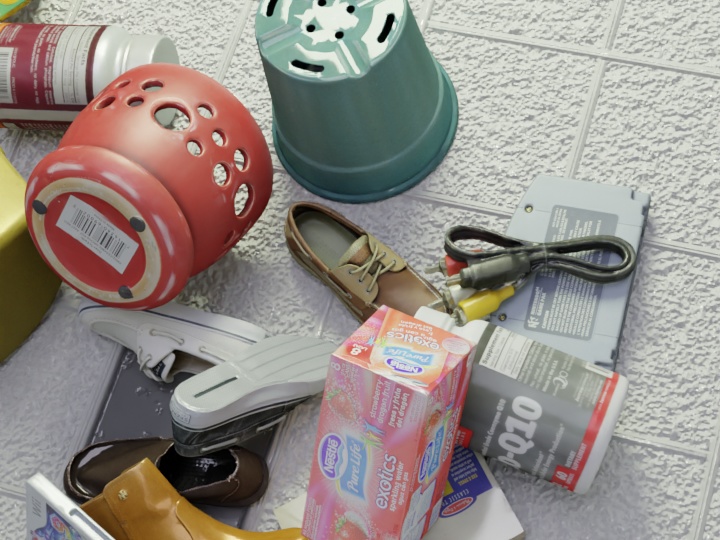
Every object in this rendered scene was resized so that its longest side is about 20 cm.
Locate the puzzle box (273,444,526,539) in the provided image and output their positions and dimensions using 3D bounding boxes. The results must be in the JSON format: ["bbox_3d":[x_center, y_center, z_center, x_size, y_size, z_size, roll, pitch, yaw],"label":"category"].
[{"bbox_3d":[0.036,0.234,1.421,0.200,0.025,0.133,-27,63,-2],"label":"puzzle box"}]

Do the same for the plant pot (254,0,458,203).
[{"bbox_3d":[-0.013,-0.201,1.536,0.200,0.196,0.200,-4,64,9],"label":"plant pot"}]

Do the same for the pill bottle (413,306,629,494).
[{"bbox_3d":[0.130,0.113,1.392,0.200,0.114,0.114,21,71,9],"label":"pill bottle"}]

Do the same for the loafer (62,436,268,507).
[{"bbox_3d":[-0.190,0.184,1.461,0.200,0.071,0.073,-5,64,9],"label":"loafer"}]

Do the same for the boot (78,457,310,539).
[{"bbox_3d":[-0.156,0.231,1.396,0.201,0.071,0.144,-26,94,13],"label":"boot"}]

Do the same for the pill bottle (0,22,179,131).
[{"bbox_3d":[-0.300,-0.204,1.638,0.200,0.114,0.114,4,66,12],"label":"pill bottle"}]

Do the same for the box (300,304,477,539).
[{"bbox_3d":[0.022,0.147,1.329,0.095,0.200,0.103,22,34,19],"label":"box"}]

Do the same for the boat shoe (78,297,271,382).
[{"bbox_3d":[-0.190,0.074,1.517,0.200,0.071,0.070,13,66,9],"label":"boat shoe"}]

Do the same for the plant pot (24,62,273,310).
[{"bbox_3d":[-0.210,-0.072,1.482,0.200,0.201,0.183,17,41,18],"label":"plant pot"}]

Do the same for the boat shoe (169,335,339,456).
[{"bbox_3d":[-0.100,0.118,1.457,0.200,0.071,0.072,-16,45,-37],"label":"boat shoe"}]

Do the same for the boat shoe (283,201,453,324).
[{"bbox_3d":[0.000,0.000,1.507,0.200,0.074,0.076,34,76,21],"label":"boat shoe"}]

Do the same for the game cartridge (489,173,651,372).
[{"bbox_3d":[0.197,0.006,1.490,0.133,0.042,0.200,9,68,19],"label":"game cartridge"}]

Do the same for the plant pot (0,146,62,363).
[{"bbox_3d":[-0.408,-0.018,1.539,0.200,0.196,0.194,-36,64,-15],"label":"plant pot"}]

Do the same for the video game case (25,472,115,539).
[{"bbox_3d":[-0.229,0.287,1.388,0.200,0.143,0.018,36,50,23],"label":"video game case"}]

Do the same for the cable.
[{"bbox_3d":[0.158,-0.006,1.473,0.200,0.050,0.097,-11,56,-7],"label":"cable"}]

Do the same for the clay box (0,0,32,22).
[{"bbox_3d":[-0.419,-0.286,1.699,0.200,0.115,0.048,-35,103,-6],"label":"clay box"}]
